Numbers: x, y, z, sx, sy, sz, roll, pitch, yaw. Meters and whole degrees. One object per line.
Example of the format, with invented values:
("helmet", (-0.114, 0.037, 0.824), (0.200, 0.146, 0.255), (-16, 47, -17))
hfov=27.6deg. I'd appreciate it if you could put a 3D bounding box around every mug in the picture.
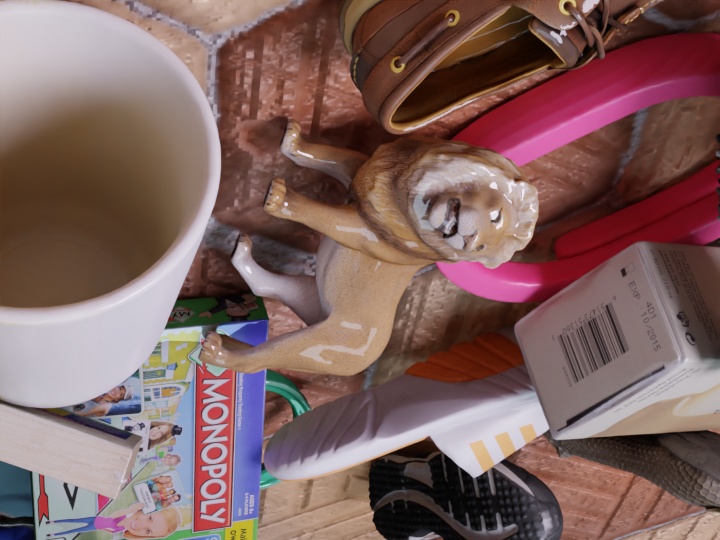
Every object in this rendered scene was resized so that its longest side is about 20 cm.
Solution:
("mug", (-0.155, -0.022, 0.647), (0.185, 0.150, 0.153), (27, 153, 5))

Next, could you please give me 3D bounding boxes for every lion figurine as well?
("lion figurine", (0.000, 0.000, 0.730), (0.121, 0.073, 0.200), (20, 140, -10))

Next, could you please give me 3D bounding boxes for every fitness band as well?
("fitness band", (0.126, -0.047, 0.753), (0.199, 0.038, 0.144), (-26, 143, 19))

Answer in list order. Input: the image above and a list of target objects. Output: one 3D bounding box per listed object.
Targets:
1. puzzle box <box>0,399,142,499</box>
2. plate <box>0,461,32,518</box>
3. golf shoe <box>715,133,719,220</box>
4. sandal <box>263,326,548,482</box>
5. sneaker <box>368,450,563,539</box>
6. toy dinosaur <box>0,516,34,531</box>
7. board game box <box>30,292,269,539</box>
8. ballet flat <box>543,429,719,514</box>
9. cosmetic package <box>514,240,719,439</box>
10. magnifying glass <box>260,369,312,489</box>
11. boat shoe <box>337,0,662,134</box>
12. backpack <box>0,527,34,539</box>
("puzzle box", (-0.204, 0.064, 0.715), (0.198, 0.026, 0.133), (20, 174, -4))
("plate", (-0.178, 0.119, 0.921), (0.198, 0.026, 0.201), (-7, 146, -5))
("golf shoe", (0.210, -0.029, 0.674), (0.091, 0.073, 0.201), (-1, 126, 19))
("sandal", (0.045, 0.093, 0.868), (0.205, 0.079, 0.060), (-19, 115, -3))
("sneaker", (0.078, 0.144, 0.949), (0.079, 0.075, 0.200), (-5, -179, -25))
("toy dinosaur", (-0.172, 0.216, 0.984), (0.199, 0.078, 0.102), (24, 173, -35))
("board game box", (-0.124, 0.107, 0.848), (0.133, 0.029, 0.202), (-5, 125, -15))
("ballet flat", (0.174, 0.113, 0.881), (0.067, 0.199, 0.047), (3, 101, -37))
("cosmetic package", (0.195, 0.041, 0.826), (0.199, 0.072, 0.105), (2, 151, -40))
("magnifying glass", (-0.112, 0.079, 0.865), (0.199, 0.022, 0.080), (25, 105, -31))
("boat shoe", (0.086, -0.115, 0.616), (0.199, 0.068, 0.072), (-22, 144, 17))
("backpack", (-0.278, 0.284, 0.976), (0.161, 0.202, 0.168), (-23, 144, 19))
